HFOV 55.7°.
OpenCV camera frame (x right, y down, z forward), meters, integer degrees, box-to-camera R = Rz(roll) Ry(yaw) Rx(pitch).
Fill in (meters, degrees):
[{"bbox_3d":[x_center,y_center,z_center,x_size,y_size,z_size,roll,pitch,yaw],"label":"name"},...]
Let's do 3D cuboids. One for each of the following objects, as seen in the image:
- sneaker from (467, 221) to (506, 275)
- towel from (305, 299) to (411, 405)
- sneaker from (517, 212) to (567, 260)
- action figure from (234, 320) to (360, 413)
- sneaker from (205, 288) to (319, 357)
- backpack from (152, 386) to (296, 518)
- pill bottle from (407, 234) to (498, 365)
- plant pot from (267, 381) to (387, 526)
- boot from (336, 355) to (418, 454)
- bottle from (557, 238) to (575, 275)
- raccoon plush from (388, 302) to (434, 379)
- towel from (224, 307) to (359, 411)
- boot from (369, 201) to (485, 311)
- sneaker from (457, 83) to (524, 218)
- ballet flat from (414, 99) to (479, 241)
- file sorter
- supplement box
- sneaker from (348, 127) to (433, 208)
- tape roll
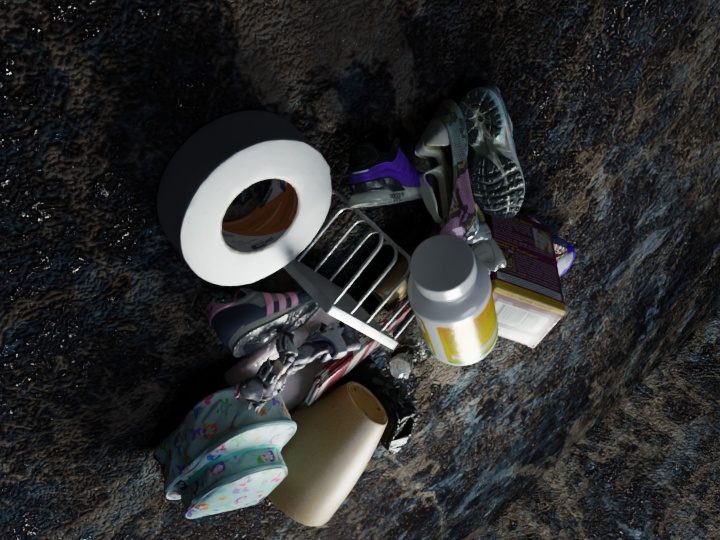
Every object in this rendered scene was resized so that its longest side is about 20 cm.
[{"bbox_3d":[0.146,0.016,1.045,0.075,0.081,0.200,-24,160,-43],"label":"sneaker"},{"bbox_3d":[-0.008,0.134,1.101,0.199,0.023,0.144,-39,169,-22],"label":"towel"},{"bbox_3d":[0.297,-0.073,1.254,0.199,0.079,0.075,24,128,-38],"label":"sneaker"},{"bbox_3d":[-0.097,0.128,0.952,0.199,0.070,0.130,-25,167,-41],"label":"action figure"},{"bbox_3d":[-0.126,0.048,0.936,0.199,0.082,0.071,-20,148,-58],"label":"sneaker"},{"bbox_3d":[-0.191,0.262,1.009,0.176,0.151,0.201,6,130,-46],"label":"backpack"},{"bbox_3d":[0.124,0.040,0.917,0.111,0.111,0.201,-38,147,-8],"label":"pill bottle"},{"bbox_3d":[-0.052,0.290,1.149,0.200,0.187,0.186,-45,147,15],"label":"plant pot"},{"bbox_3d":[0.021,0.262,1.237,0.073,0.163,0.200,-12,136,-37],"label":"boot"},{"bbox_3d":[0.360,-0.011,1.359,0.199,0.065,0.084,-18,142,-50],"label":"bottle"},{"bbox_3d":[0.114,0.082,1.137,0.200,0.095,0.136,-71,176,-64],"label":"raccoon plush"},{"bbox_3d":[-0.100,0.139,1.095,0.200,0.032,0.191,-41,147,-4],"label":"towel"},{"bbox_3d":[0.102,-0.026,1.076,0.199,0.066,0.175,-40,161,-5],"label":"boot"},{"bbox_3d":[0.200,-0.173,0.983,0.086,0.077,0.202,-53,134,-49],"label":"sneaker"},{"bbox_3d":[0.109,-0.135,0.902,0.070,0.203,0.069,-1,168,-25],"label":"ballet flat"},{"bbox_3d":[0.000,0.000,0.957,0.125,0.139,0.200,-49,146,3],"label":"file sorter"},{"bbox_3d":[0.246,0.006,1.125,0.129,0.202,0.104,18,134,-11],"label":"supplement box"},{"bbox_3d":[0.042,-0.140,0.906,0.200,0.069,0.101,-19,100,-64],"label":"sneaker"},{"bbox_3d":[-0.131,-0.080,0.794,0.199,0.066,0.202,-27,143,-22],"label":"tape roll"}]
